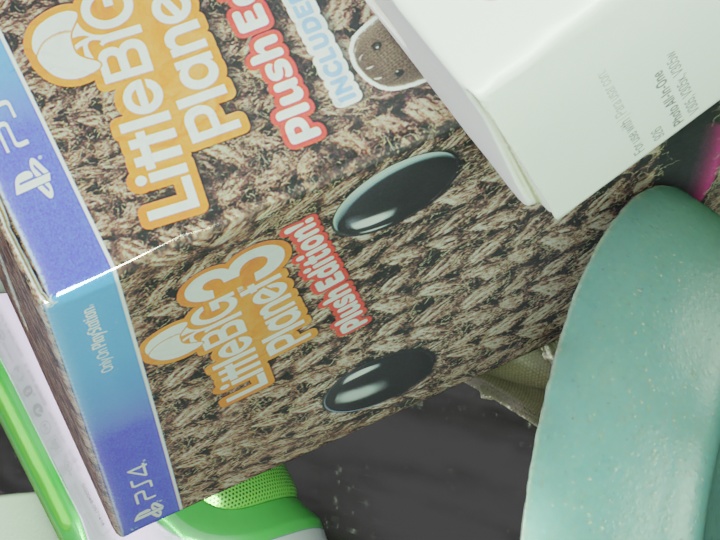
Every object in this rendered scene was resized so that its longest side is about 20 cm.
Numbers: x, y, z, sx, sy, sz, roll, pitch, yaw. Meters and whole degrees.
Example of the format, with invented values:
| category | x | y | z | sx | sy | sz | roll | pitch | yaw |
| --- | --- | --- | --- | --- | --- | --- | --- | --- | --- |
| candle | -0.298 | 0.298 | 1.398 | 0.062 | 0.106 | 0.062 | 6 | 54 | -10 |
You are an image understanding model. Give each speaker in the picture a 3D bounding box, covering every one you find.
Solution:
| category | x | y | z | sx | sy | sz | roll | pitch | yaw |
| --- | --- | --- | --- | --- | --- | --- | --- | --- | --- |
| speaker | -0.085 | 0.039 | 0.965 | 0.088 | 0.088 | 0.200 | -41 | 73 | 43 |

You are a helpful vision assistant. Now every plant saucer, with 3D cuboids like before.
| category | x | y | z | sx | sy | sz | roll | pitch | yaw |
| --- | --- | --- | --- | --- | --- | --- | --- | --- | --- |
| plant saucer | 0.089 | 0.078 | 0.722 | 0.036 | 0.200 | 0.200 | 4 | 96 | 23 |

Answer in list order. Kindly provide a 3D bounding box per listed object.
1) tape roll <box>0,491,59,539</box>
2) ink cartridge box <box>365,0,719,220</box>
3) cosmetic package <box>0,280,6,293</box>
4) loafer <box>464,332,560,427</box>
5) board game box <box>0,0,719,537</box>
| category | x | y | z | sx | sy | sz | roll | pitch | yaw |
| --- | --- | --- | --- | --- | --- | --- | --- | --- | --- |
| tape roll | -0.188 | 0.127 | 1.022 | 0.202 | 0.202 | 0.071 | -16 | 80 | 48 |
| ink cartridge box | 0.072 | -0.131 | 0.623 | 0.200 | 0.088 | 0.145 | -37 | 66 | 4 |
| cosmetic package | -0.145 | -0.112 | 0.805 | 0.167 | 0.166 | 0.200 | 63 | 141 | 32 |
| loafer | 0.000 | 0.000 | 0.857 | 0.200 | 0.070 | 0.075 | 33 | 153 | 26 |
| board game box | -0.001 | -0.037 | 0.741 | 0.159 | 0.200 | 0.097 | 83 | 161 | -65 |
